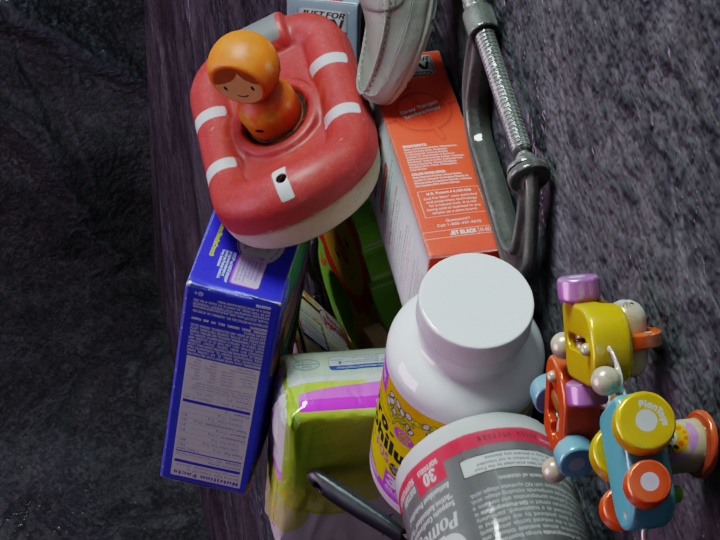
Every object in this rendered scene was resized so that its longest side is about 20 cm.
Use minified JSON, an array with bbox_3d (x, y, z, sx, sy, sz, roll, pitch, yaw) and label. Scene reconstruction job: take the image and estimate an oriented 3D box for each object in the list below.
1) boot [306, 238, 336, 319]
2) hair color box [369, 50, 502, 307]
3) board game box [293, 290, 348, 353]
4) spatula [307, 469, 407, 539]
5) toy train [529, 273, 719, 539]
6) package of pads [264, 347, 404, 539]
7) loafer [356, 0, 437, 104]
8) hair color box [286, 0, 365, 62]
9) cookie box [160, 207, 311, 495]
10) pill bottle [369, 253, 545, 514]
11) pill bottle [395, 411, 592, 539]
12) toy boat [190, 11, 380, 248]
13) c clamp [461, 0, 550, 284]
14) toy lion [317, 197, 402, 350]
[{"bbox_3d":[-0.025,-0.049,1.750,0.201,0.067,0.132,104,162,-59],"label":"boot"},{"bbox_3d":[0.048,-0.052,1.354,0.102,0.061,0.201,96,163,-48],"label":"hair color box"},{"bbox_3d":[-0.026,0.104,1.644,0.151,0.046,0.201,43,-164,-30],"label":"board game box"},{"bbox_3d":[0.039,0.205,1.366,0.200,0.021,0.057,38,149,18],"label":"spatula"},{"bbox_3d":[0.139,0.088,0.999,0.201,0.055,0.151,-108,14,-57],"label":"toy train"},{"bbox_3d":[0.005,0.138,1.449,0.201,0.153,0.069,96,167,-51],"label":"package of pads"},{"bbox_3d":[0.019,-0.209,1.293,0.070,0.069,0.202,-117,35,-59],"label":"loafer"},{"bbox_3d":[-0.020,-0.154,1.560,0.099,0.060,0.202,-70,-16,-53],"label":"hair color box"},{"bbox_3d":[-0.089,0.039,1.447,0.172,0.074,0.201,-74,-3,-50],"label":"cookie box"},{"bbox_3d":[0.064,0.078,1.243,0.201,0.103,0.105,97,162,-52],"label":"pill bottle"},{"bbox_3d":[0.094,0.195,1.143,0.111,0.110,0.201,95,164,-47],"label":"pill bottle"},{"bbox_3d":[-0.066,-0.117,1.346,0.131,0.130,0.201,54,-165,-49],"label":"toy boat"},{"bbox_3d":[0.087,-0.097,1.212,0.171,0.027,0.202,101,160,-58],"label":"c clamp"},{"bbox_3d":[0.000,0.000,1.518,0.200,0.068,0.193,120,128,-74],"label":"toy lion"}]
